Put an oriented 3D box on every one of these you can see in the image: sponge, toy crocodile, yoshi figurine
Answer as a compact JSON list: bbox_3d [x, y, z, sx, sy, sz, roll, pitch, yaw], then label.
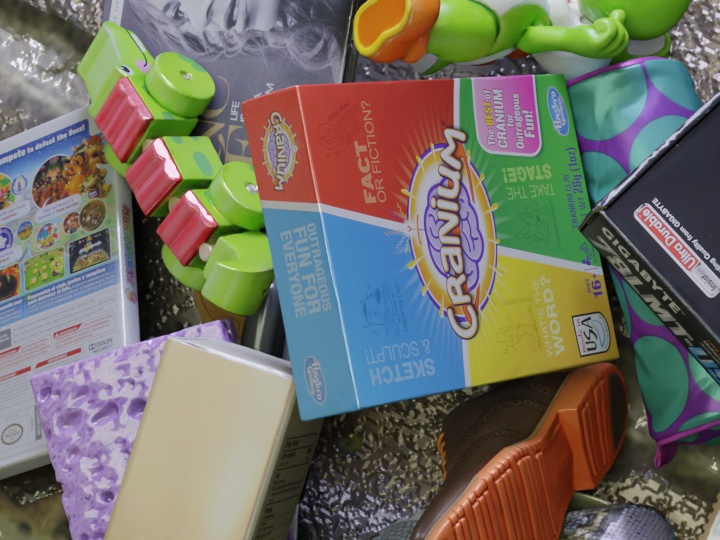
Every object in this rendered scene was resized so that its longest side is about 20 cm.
[{"bbox_3d":[-0.094,0.135,1.146,0.111,0.030,0.201,-17,84,11],"label":"sponge"},{"bbox_3d":[-0.101,-0.055,1.191,0.068,0.062,0.201,-49,60,31],"label":"toy crocodile"},{"bbox_3d":[0.093,-0.151,1.145,0.112,0.199,0.113,17,101,57],"label":"yoshi figurine"}]

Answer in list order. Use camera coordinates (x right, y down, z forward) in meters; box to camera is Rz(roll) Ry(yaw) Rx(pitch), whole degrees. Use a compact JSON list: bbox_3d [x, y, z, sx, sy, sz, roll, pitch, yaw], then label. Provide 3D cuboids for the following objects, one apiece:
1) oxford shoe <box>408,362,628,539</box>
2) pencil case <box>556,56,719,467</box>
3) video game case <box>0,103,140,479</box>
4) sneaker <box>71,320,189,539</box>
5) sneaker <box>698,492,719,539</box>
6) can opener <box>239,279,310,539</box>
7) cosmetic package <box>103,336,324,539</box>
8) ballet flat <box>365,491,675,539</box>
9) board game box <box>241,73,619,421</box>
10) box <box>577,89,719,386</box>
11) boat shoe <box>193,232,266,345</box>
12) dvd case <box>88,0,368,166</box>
[{"bbox_3d":[0.067,0.109,1.127,0.072,0.200,0.072,4,114,32],"label":"oxford shoe"},{"bbox_3d":[0.162,-0.006,1.158,0.092,0.085,0.201,-25,77,27],"label":"pencil case"},{"bbox_3d":[-0.187,0.014,1.248,0.142,0.018,0.201,-19,63,27],"label":"video game case"},{"bbox_3d":[-0.111,0.132,1.222,0.097,0.071,0.202,19,84,10],"label":"sneaker"},{"bbox_3d":[0.206,0.207,1.122,0.108,0.070,0.201,21,85,19],"label":"sneaker"},{"bbox_3d":[-0.048,0.105,1.184,0.052,0.066,0.202,8,90,24],"label":"can opener"},{"bbox_3d":[-0.081,0.137,1.076,0.071,0.105,0.201,18,89,10],"label":"cosmetic package"},{"bbox_3d":[0.073,0.150,1.178,0.199,0.072,0.073,-3,81,15],"label":"ballet flat"},{"bbox_3d":[0.039,-0.016,1.078,0.040,0.199,0.154,-14,86,43],"label":"board game box"},{"bbox_3d":[0.246,-0.016,1.104,0.198,0.050,0.200,-40,85,-17],"label":"box"},{"bbox_3d":[0.000,0.000,1.215,0.199,0.069,0.071,-10,103,32],"label":"boat shoe"},{"bbox_3d":[-0.078,-0.123,1.226,0.199,0.016,0.150,12,94,42],"label":"dvd case"}]
